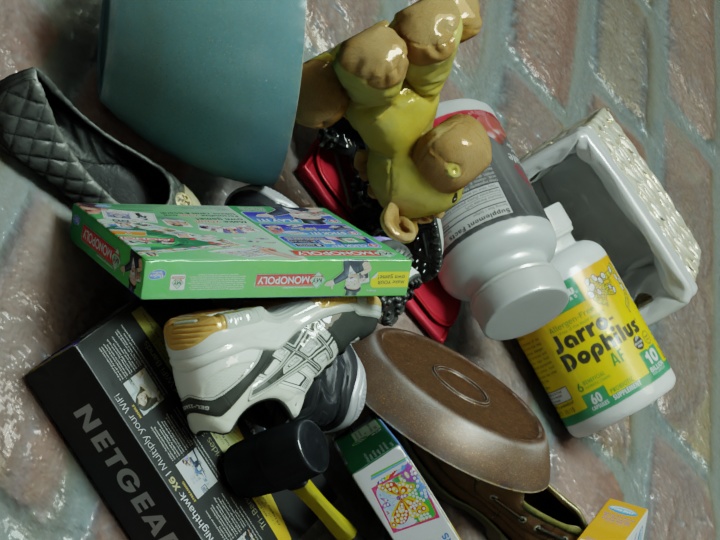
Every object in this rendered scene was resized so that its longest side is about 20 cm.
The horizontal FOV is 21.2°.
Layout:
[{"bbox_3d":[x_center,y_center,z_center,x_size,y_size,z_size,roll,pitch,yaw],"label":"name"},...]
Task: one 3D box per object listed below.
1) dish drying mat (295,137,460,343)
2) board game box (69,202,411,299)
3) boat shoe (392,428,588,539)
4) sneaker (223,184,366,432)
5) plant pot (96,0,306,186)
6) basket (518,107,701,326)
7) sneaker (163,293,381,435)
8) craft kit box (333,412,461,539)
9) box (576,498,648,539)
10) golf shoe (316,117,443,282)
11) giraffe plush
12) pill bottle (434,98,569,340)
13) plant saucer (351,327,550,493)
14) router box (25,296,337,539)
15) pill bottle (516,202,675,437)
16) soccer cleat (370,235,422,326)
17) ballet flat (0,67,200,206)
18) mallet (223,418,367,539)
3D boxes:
[{"bbox_3d":[0.020,-0.030,1.667,0.200,0.018,0.077,51,30,-15],"label":"dish drying mat"},{"bbox_3d":[-0.084,-0.015,1.332,0.200,0.029,0.135,0,18,-29],"label":"board game box"},{"bbox_3d":[0.110,0.166,1.579,0.200,0.068,0.072,43,34,-27],"label":"boat shoe"},{"bbox_3d":[-0.068,0.028,1.421,0.114,0.075,0.200,-5,71,-61],"label":"sneaker"},{"bbox_3d":[-0.124,-0.168,1.431,0.135,0.200,0.200,5,52,-12],"label":"plant pot"},{"bbox_3d":[0.230,-0.042,1.885,0.200,0.136,0.123,56,26,-7],"label":"basket"},{"bbox_3d":[-0.058,0.062,1.315,0.200,0.076,0.088,-13,96,-49],"label":"sneaker"},{"bbox_3d":[0.055,0.205,1.391,0.198,0.048,0.200,55,-2,-4],"label":"craft kit box"},{"bbox_3d":[0.189,0.271,1.570,0.200,0.041,0.119,-32,133,-59],"label":"box"},{"bbox_3d":[0.028,-0.084,1.634,0.094,0.078,0.200,-13,76,-60],"label":"golf shoe"},{"bbox_3d":[0.033,-0.111,1.502,0.173,0.200,0.162,-32,97,-28],"label":"giraffe plush"},{"bbox_3d":[0.105,-0.043,1.692,0.111,0.111,0.200,14,45,-51],"label":"pill bottle"},{"bbox_3d":[0.072,0.102,1.519,0.200,0.035,0.200,31,14,-9],"label":"plant saucer"},{"bbox_3d":[-0.115,0.114,1.298,0.200,0.052,0.157,58,30,-4],"label":"router box"},{"bbox_3d":[0.196,0.043,1.775,0.200,0.113,0.113,61,30,2],"label":"pill bottle"},{"bbox_3d":[0.000,0.000,1.507,0.073,0.068,0.200,34,-1,9],"label":"soccer cleat"},{"bbox_3d":[-0.181,-0.075,1.362,0.200,0.057,0.067,33,40,-39],"label":"ballet flat"},{"bbox_3d":[-0.022,0.177,1.306,0.200,0.066,0.041,58,28,-36],"label":"mallet"}]
